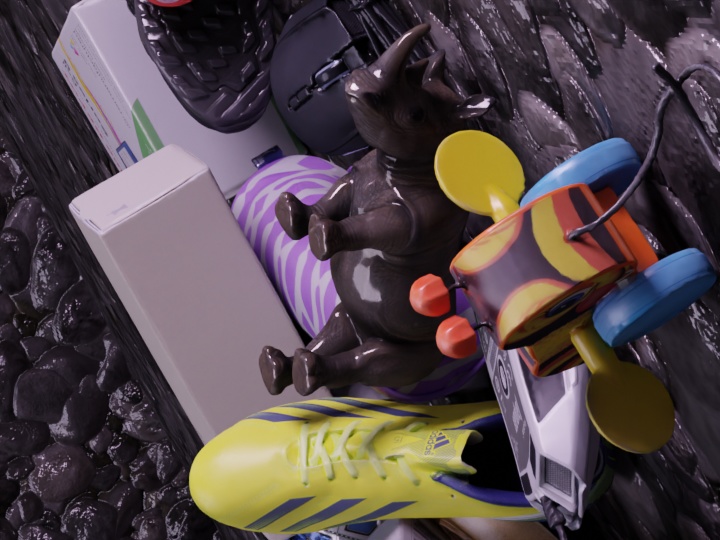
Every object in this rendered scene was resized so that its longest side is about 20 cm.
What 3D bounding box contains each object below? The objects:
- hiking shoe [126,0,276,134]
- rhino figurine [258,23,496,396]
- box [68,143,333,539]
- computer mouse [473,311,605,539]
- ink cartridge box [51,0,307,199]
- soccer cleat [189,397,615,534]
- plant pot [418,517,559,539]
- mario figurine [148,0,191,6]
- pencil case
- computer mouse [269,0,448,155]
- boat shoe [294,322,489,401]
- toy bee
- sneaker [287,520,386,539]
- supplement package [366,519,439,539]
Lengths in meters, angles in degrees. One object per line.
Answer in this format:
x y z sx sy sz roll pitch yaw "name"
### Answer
-0.095 -0.159 1.198 0.101 0.076 0.200 73 174 -73 "hiking shoe"
0.011 -0.024 0.944 0.060 0.087 0.200 53 144 43 "rhino figurine"
-0.072 0.038 1.132 0.200 0.068 0.082 63 169 -22 "box"
0.090 0.070 0.924 0.110 0.044 0.200 91 167 -65 "computer mouse"
-0.119 -0.108 1.355 0.145 0.087 0.200 61 170 -5 "ink cartridge box"
0.020 0.087 1.003 0.084 0.200 0.065 103 165 -79 "soccer cleat"
0.073 0.146 1.140 0.200 0.027 0.200 41 171 8 "plant pot"
-0.127 -0.220 1.075 0.123 0.106 0.200 33 149 60 "mario figurine"
0.000 0.000 1.112 0.200 0.085 0.084 42 152 60 "pencil case"
-0.026 -0.117 1.033 0.140 0.046 0.200 60 169 -5 "computer mouse"
0.011 0.035 1.208 0.200 0.072 0.068 -174 81 -69 "boat shoe"
0.064 -0.005 0.771 0.131 0.109 0.200 54 167 35 "toy bee"
-0.015 0.166 1.242 0.076 0.077 0.200 8 118 60 "sneaker"
0.025 0.252 1.122 0.151 0.152 0.200 42 -170 -8 "supplement package"
